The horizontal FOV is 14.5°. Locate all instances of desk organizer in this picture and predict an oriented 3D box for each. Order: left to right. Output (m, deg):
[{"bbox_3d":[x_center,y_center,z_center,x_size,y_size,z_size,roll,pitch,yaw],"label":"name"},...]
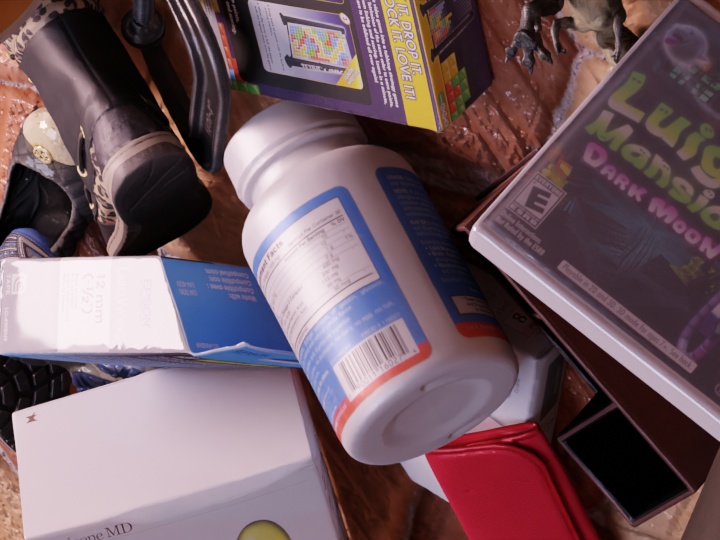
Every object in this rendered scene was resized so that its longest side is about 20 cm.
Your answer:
[{"bbox_3d":[0.127,0.040,1.588,0.200,0.077,0.072,49,143,-2],"label":"desk organizer"}]

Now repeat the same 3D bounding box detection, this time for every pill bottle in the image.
[{"bbox_3d":[0.000,0.000,1.611,0.201,0.112,0.112,63,150,25],"label":"pill bottle"}]

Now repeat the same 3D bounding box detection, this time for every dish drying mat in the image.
[{"bbox_3d":[0.108,0.168,1.719,0.076,0.018,0.201,-11,131,21],"label":"dish drying mat"}]

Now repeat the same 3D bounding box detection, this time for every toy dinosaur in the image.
[{"bbox_3d":[0.102,-0.156,1.424,0.047,0.088,0.201,1,125,33],"label":"toy dinosaur"}]

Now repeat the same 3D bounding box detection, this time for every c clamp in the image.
[{"bbox_3d":[-0.113,-0.151,1.646,0.171,0.027,0.200,59,164,21],"label":"c clamp"}]

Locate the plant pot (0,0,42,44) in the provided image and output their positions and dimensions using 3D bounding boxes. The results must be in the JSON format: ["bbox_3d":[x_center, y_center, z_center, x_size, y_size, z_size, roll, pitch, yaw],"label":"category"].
[{"bbox_3d":[-0.269,-0.222,1.633,0.183,0.200,0.201,38,143,14],"label":"plant pot"}]

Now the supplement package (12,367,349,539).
[{"bbox_3d":[-0.104,0.183,1.820,0.147,0.190,0.201,-107,0,-59],"label":"supplement package"}]

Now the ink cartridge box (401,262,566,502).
[{"bbox_3d":[0.029,0.052,1.724,0.199,0.057,0.163,26,139,19],"label":"ink cartridge box"}]

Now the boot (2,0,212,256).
[{"bbox_3d":[-0.160,-0.092,1.751,0.151,0.073,0.200,58,173,12],"label":"boot"}]

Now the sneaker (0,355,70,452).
[{"bbox_3d":[-0.272,0.033,2.002,0.087,0.076,0.201,13,129,57],"label":"sneaker"}]

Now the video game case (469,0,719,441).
[{"bbox_3d":[0.185,-0.019,1.391,0.200,0.182,0.023,38,158,12],"label":"video game case"}]

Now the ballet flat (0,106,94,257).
[{"bbox_3d":[-0.215,-0.035,1.876,0.066,0.057,0.200,37,142,12],"label":"ballet flat"}]

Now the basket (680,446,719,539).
[{"bbox_3d":[0.254,0.135,1.509,0.179,0.136,0.201,18,132,15],"label":"basket"}]

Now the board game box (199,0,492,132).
[{"bbox_3d":[-0.024,-0.186,1.550,0.164,0.057,0.201,13,132,34],"label":"board game box"}]

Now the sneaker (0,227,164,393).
[{"bbox_3d":[-0.164,0.036,1.871,0.200,0.086,0.077,35,144,-31],"label":"sneaker"}]

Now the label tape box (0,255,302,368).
[{"bbox_3d":[-0.102,0.026,1.725,0.199,0.143,0.067,-3,84,37],"label":"label tape box"}]
